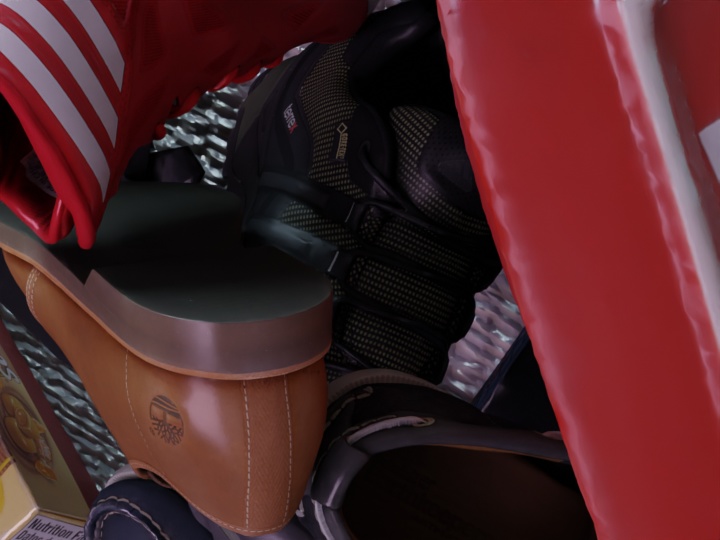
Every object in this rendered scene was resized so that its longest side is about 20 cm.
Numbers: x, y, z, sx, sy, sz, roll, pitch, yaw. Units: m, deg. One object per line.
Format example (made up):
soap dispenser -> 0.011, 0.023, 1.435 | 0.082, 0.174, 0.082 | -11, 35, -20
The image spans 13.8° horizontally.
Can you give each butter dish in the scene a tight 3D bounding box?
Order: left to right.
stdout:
butter dish -> 0.101, -0.037, 0.762 | 0.148, 0.199, 0.201 | 17, 128, 64

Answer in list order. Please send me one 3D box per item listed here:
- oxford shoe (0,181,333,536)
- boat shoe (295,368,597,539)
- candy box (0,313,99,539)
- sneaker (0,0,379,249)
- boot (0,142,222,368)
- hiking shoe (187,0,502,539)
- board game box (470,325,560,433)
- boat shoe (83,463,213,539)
oxford shoe -> -0.059, 0.018, 0.811 | 0.200, 0.071, 0.072 | -135, 41, -67
boat shoe -> 0.075, 0.086, 0.786 | 0.199, 0.072, 0.068 | 23, 177, -8
candy box -> -0.195, 0.107, 1.088 | 0.200, 0.055, 0.116 | -42, 61, 16
sneaker -> -0.063, -0.063, 0.810 | 0.078, 0.200, 0.116 | 23, 91, 26
boot -> -0.134, -0.029, 0.997 | 0.198, 0.074, 0.162 | 4, 148, 44
hiking shoe -> 0.000, 0.000, 0.855 | 0.101, 0.076, 0.201 | -42, 37, 45
board game box -> 0.071, 0.115, 0.893 | 0.200, 0.062, 0.200 | 47, 120, -5
boat shoe -> -0.056, 0.165, 1.018 | 0.075, 0.062, 0.201 | -1, 111, 44
